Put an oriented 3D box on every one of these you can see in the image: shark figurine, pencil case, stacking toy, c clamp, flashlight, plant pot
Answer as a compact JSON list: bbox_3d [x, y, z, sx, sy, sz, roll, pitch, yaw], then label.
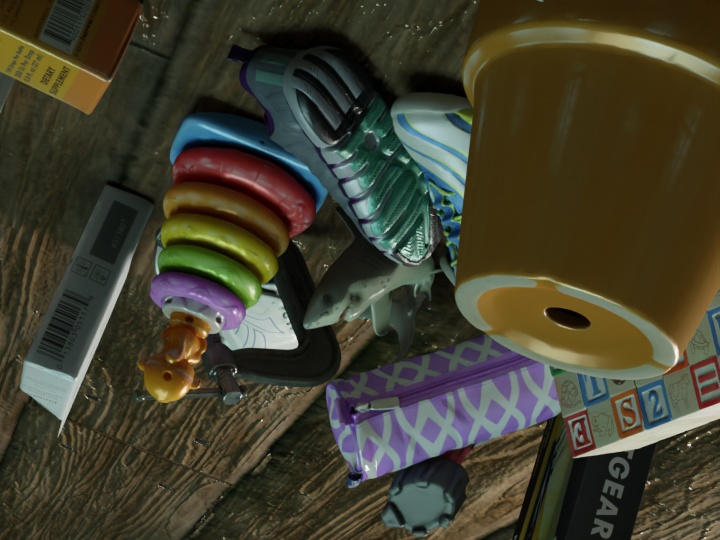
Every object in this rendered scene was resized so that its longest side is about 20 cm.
[{"bbox_3d":[0.013,-0.008,1.561,0.089,0.128,0.214,41,-177,16],"label":"shark figurine"},{"bbox_3d":[0.069,0.091,1.582,0.199,0.084,0.086,-19,149,-11],"label":"pencil case"},{"bbox_3d":[-0.104,0.002,1.477,0.116,0.200,0.110,21,159,-5],"label":"stacking toy"},{"bbox_3d":[-0.097,0.023,1.547,0.170,0.200,0.027,7,131,-24],"label":"c clamp"},{"bbox_3d":[0.078,0.136,1.662,0.068,0.200,0.068,19,117,9],"label":"flashlight"},{"bbox_3d":[0.136,-0.049,1.158,0.200,0.184,0.200,18,159,7],"label":"plant pot"}]

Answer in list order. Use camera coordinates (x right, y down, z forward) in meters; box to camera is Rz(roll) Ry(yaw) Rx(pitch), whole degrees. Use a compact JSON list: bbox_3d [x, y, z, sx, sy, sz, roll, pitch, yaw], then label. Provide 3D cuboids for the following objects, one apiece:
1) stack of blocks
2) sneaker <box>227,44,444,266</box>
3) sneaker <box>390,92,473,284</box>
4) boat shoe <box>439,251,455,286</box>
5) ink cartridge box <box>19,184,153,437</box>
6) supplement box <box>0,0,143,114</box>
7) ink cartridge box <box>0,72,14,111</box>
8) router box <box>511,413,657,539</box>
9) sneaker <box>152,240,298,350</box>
[{"bbox_3d":[0.202,0.043,1.376,0.058,0.116,0.200,-5,165,-31],"label":"stack of blocks"},{"bbox_3d":[-0.011,-0.083,1.393,0.087,0.074,0.200,21,155,40],"label":"sneaker"},{"bbox_3d":[0.084,-0.030,1.362,0.200,0.105,0.076,35,154,-35],"label":"sneaker"},{"bbox_3d":[0.151,0.031,1.514,0.200,0.060,0.074,35,-157,5],"label":"boat shoe"},{"bbox_3d":[-0.229,0.037,1.729,0.057,0.163,0.200,25,159,-8],"label":"ink cartridge box"},{"bbox_3d":[-0.245,-0.177,1.352,0.200,0.069,0.067,26,156,-11],"label":"supplement box"},{"bbox_3d":[-0.366,-0.134,1.477,0.200,0.129,0.125,32,156,-30],"label":"ink cartridge box"},{"bbox_3d":[0.173,0.176,1.656,0.052,0.200,0.157,21,158,-7],"label":"router box"},{"bbox_3d":[-0.080,0.025,1.700,0.087,0.075,0.200,-4,149,38],"label":"sneaker"}]
